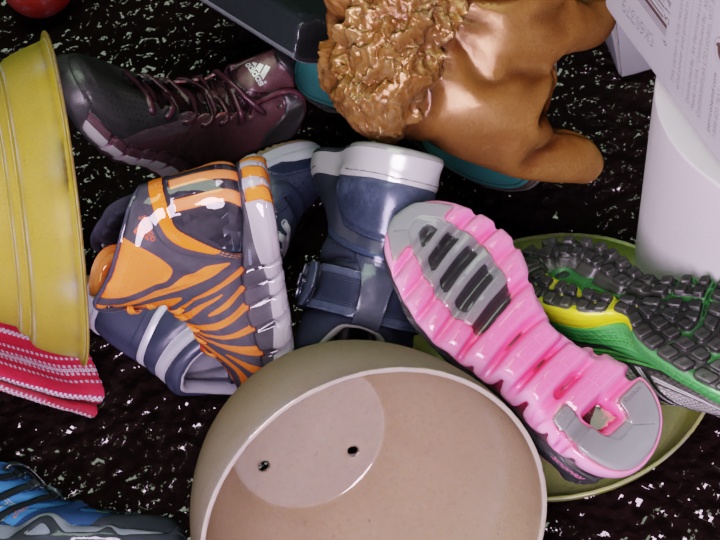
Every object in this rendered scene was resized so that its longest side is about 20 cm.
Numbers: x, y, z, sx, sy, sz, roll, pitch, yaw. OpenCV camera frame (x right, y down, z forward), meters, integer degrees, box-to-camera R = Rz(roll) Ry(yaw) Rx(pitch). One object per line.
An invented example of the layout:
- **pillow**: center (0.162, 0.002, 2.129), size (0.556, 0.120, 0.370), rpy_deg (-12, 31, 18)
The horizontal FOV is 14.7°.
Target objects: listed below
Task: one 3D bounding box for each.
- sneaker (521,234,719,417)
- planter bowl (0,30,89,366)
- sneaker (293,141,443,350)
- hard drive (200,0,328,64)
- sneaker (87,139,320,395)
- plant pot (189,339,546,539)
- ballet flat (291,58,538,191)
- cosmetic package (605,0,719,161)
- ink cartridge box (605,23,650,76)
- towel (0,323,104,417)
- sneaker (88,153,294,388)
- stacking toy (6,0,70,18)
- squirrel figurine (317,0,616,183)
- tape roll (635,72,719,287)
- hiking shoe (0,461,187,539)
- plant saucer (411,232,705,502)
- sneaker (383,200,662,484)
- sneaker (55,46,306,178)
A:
- **sneaker**: center (0.175, 0.047, 1.609), size (0.200, 0.085, 0.078), rpy_deg (24, 49, 38)
- **planter bowl**: center (-0.214, -0.037, 1.644), size (0.083, 0.201, 0.201), rpy_deg (-8, 49, -10)
- **sneaker**: center (-0.002, 0.000, 1.703), size (0.077, 0.202, 0.146), rpy_deg (10, 89, -4)
- **hard drive**: center (-0.026, -0.176, 1.828), size (0.139, 0.033, 0.200), rpy_deg (0, 20, -30)
- **sneaker**: center (-0.071, 0.003, 1.750), size (0.200, 0.070, 0.108), rpy_deg (-36, 61, -26)
- **plant pot**: center (-0.011, 0.119, 1.579), size (0.200, 0.200, 0.134), rpy_deg (-24, 28, -8)
- **ballet flat**: center (0.048, -0.112, 1.826), size (0.200, 0.067, 0.064), rpy_deg (25, 30, 25)
- **cosmetic package**: center (0.267, -0.186, 1.575), size (0.200, 0.165, 0.165), rpy_deg (-17, 49, -16)
- **ink cartridge box**: center (0.242, -0.230, 1.864), size (0.200, 0.083, 0.146), rpy_deg (-16, 50, -1)
- **towel**: center (-0.233, -0.009, 1.731), size (0.022, 0.145, 0.200), rpy_deg (-40, 50, 29)
- **sneaker**: center (-0.099, 0.011, 1.614), size (0.112, 0.200, 0.078), rpy_deg (-9, 46, -2)
- **stacking toy**: center (-0.172, -0.251, 1.977), size (0.200, 0.085, 0.085), rpy_deg (-42, 55, -16)
- **squirrel figurine**: center (0.066, -0.167, 1.655), size (0.200, 0.187, 0.142), rpy_deg (1, 31, -33)
- **tape roll**: center (0.267, -0.050, 1.654), size (0.202, 0.139, 0.203), rpy_deg (1, 45, -1)
- **hiking shoe**: center (-0.197, 0.147, 1.652), size (0.200, 0.074, 0.087), rpy_deg (0, 52, 12)
- **plant saucer**: center (0.118, 0.064, 1.684), size (0.200, 0.031, 0.200), rpy_deg (-5, 50, 7)
- **sneaker**: center (0.083, 0.048, 1.597), size (0.079, 0.095, 0.200), rpy_deg (-39, 82, -17)
- **sneaker**: center (-0.105, -0.114, 1.752), size (0.115, 0.200, 0.076), rpy_deg (-35, 61, 14)
